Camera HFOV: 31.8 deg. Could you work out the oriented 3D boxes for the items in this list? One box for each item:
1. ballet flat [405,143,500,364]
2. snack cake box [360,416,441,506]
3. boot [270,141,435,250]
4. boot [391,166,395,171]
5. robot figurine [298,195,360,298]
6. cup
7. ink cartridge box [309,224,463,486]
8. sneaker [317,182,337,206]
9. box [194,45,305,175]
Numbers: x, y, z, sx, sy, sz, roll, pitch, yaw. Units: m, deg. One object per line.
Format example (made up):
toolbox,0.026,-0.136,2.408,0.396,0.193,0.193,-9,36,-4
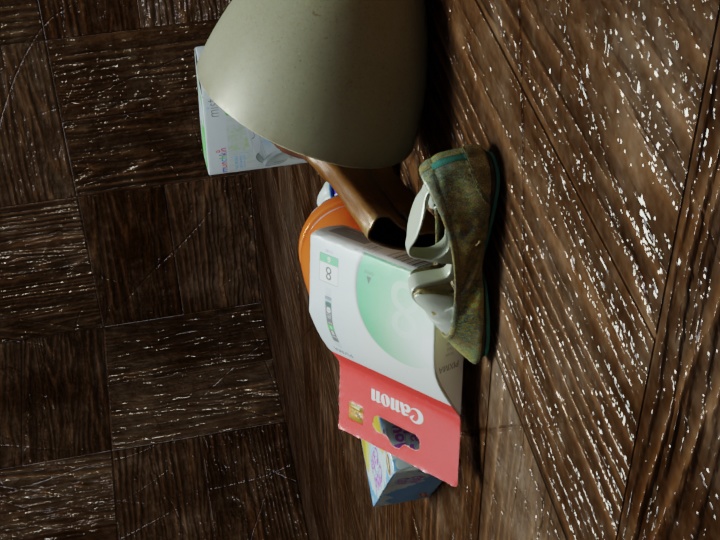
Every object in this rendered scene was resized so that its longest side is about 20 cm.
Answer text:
ballet flat,0.066,-0.007,0.955,0.071,0.069,0.202,-107,12,-47
snack cake box,0.043,0.164,1.285,0.200,0.066,0.117,104,157,-70
boot,0.022,-0.090,1.108,0.200,0.187,0.069,45,110,35
boot,-0.047,-0.169,1.292,0.199,0.077,0.156,28,161,36
robot figurine,-0.001,0.002,1.253,0.145,0.115,0.201,59,-174,-34
cup,-0.022,-0.200,1.048,0.201,0.197,0.145,-109,36,-53
ink cartridge box,0.020,0.076,1.104,0.160,0.050,0.203,20,114,44
sneaker,-0.014,-0.045,1.425,0.200,0.079,0.149,-124,22,-84
box,-0.151,-0.244,1.866,0.201,0.173,0.098,98,162,-61
